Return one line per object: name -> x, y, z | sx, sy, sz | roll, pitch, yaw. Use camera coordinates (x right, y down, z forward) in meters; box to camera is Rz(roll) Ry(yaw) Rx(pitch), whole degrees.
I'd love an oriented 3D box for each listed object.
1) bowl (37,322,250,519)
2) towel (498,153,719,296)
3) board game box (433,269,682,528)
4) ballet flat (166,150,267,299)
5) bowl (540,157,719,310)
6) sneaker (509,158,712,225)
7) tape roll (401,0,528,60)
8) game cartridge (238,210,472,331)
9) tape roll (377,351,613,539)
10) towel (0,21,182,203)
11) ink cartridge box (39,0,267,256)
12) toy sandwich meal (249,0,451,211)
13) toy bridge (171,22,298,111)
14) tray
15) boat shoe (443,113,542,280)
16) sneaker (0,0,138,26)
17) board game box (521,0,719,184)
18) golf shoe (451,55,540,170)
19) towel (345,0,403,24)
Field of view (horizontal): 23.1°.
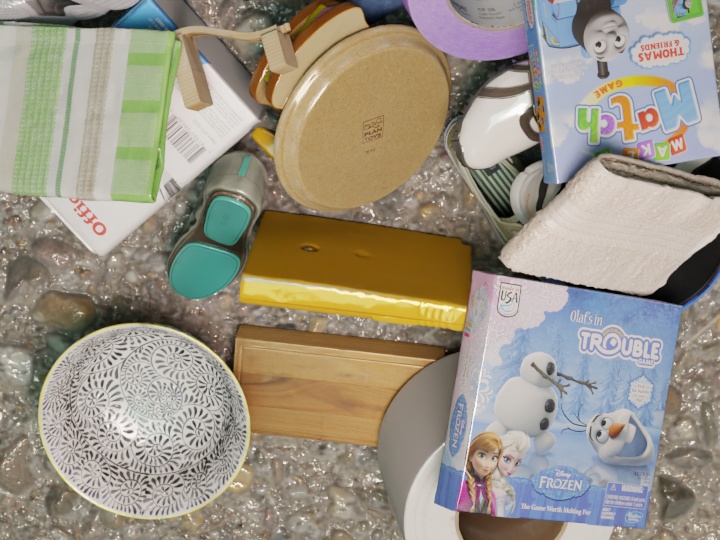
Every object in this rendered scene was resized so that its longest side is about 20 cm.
bowl -> -0.197, 0.125, 1.673 | 0.199, 0.094, 0.202 | 2, 112, 4
towel -> 0.220, -0.033, 1.458 | 0.199, 0.035, 0.133 | 8, 137, -42
board game box -> 0.171, 0.113, 1.508 | 0.199, 0.043, 0.201 | 8, 91, -28
ballet flat -> -0.126, -0.042, 1.607 | 0.067, 0.064, 0.200 | 20, 147, -9
bowl -> 0.245, -0.048, 1.569 | 0.199, 0.039, 0.203 | -3, 103, -14
sneaker -> 0.229, -0.082, 1.496 | 0.199, 0.080, 0.074 | -26, 105, -10
tape roll -> 0.120, -0.272, 1.457 | 0.198, 0.066, 0.201 | -14, 138, -13
game cartridge -> 0.000, 0.000, 1.566 | 0.198, 0.177, 0.033 | 9, 111, 1
tape roll -> 0.124, 0.191, 1.629 | 0.201, 0.139, 0.204 | -4, 113, -10
towel -> -0.246, -0.134, 1.504 | 0.198, 0.031, 0.151 | 6, 87, 26
ink cartridge box -> -0.204, -0.135, 1.576 | 0.200, 0.086, 0.147 | -38, 104, 18
toy sandwich meal -> -0.011, -0.143, 1.546 | 0.204, 0.070, 0.206 | -23, 136, -24
toy bridge -> -0.144, -0.169, 1.486 | 0.199, 0.027, 0.068 | -21, 80, 22
tray -> -0.023, 0.114, 1.688 | 0.198, 0.037, 0.099 | 6, 111, 3
boat shoe -> 0.142, -0.054, 1.596 | 0.072, 0.062, 0.200 | -39, 104, 17
sneaker -> -0.262, -0.277, 1.534 | 0.199, 0.075, 0.115 | -7, 75, 35
board game box -> 0.209, -0.181, 1.425 | 0.150, 0.037, 0.202 | -10, 98, -13
golf shoe -> 0.168, -0.142, 1.492 | 0.199, 0.095, 0.078 | -37, 132, 8
towel -> 0.056, -0.305, 1.511 | 0.199, 0.049, 0.112 | -32, 110, 14
